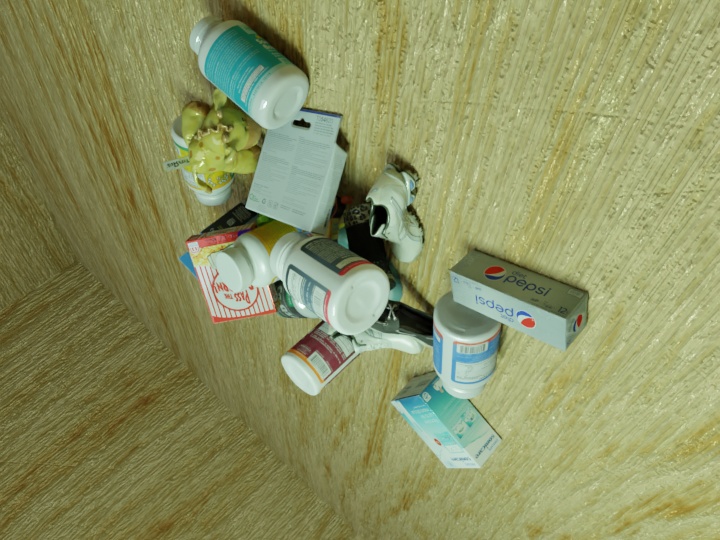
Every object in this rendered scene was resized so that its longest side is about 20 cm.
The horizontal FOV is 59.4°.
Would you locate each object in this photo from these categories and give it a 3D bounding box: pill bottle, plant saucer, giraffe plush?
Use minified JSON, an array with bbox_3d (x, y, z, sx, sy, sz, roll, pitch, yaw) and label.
[{"bbox_3d":[-0.333,-0.238,1.368,0.113,0.113,0.200,36,150,23],"label":"pill bottle"},{"bbox_3d":[0.180,0.133,1.083,0.112,0.112,0.200,32,148,29],"label":"pill bottle"},{"bbox_3d":[-0.058,0.011,1.043,0.200,0.120,0.120,32,149,42],"label":"pill bottle"},{"bbox_3d":[-0.067,0.170,1.399,0.114,0.200,0.114,35,149,25],"label":"pill bottle"},{"bbox_3d":[0.000,0.000,1.274,0.200,0.027,0.200,36,150,25],"label":"plant saucer"},{"bbox_3d":[-0.184,-0.035,1.275,0.113,0.200,0.113,29,134,36],"label":"pill bottle"},{"bbox_3d":[-0.188,-0.332,1.035,0.200,0.111,0.111,42,152,13],"label":"pill bottle"},{"bbox_3d":[-0.247,-0.248,1.140,0.173,0.200,0.162,54,148,-12],"label":"giraffe plush"},{"bbox_3d":[-0.122,0.052,1.425,0.113,0.113,0.200,57,152,-15],"label":"pill bottle"}]

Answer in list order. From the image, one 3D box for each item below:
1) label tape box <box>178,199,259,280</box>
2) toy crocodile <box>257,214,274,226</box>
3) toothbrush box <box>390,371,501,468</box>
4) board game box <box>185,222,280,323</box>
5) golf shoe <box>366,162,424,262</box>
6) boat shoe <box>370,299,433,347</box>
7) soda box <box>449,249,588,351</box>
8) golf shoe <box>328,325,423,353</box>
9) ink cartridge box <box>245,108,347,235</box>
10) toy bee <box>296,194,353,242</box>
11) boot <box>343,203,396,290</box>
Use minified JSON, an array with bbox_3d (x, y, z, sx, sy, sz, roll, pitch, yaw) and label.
[{"bbox_3d":[-0.295,-0.048,1.457,0.143,0.200,0.066,46,154,5],"label":"label tape box"},{"bbox_3d":[-0.183,-0.142,1.334,0.200,0.062,0.068,132,136,-65],"label":"toy crocodile"},{"bbox_3d":[0.181,0.322,1.354,0.200,0.085,0.146,49,153,-3],"label":"toothbrush box"},{"bbox_3d":[-0.275,0.008,1.379,0.151,0.046,0.200,-11,110,10],"label":"board game box"},{"bbox_3d":[0.046,-0.075,1.033,0.078,0.097,0.200,26,147,34],"label":"golf shoe"},{"bbox_3d":[0.085,0.088,1.152,0.200,0.067,0.057,22,145,-28],"label":"boat shoe"},{"bbox_3d":[0.232,0.040,0.940,0.200,0.063,0.068,25,143,39],"label":"soda box"},{"bbox_3d":[0.028,0.140,1.295,0.200,0.097,0.078,22,148,14],"label":"golf shoe"},{"bbox_3d":[-0.110,-0.181,1.110,0.200,0.041,0.200,23,101,42],"label":"ink cartridge box"},{"bbox_3d":[-0.067,-0.100,1.161,0.109,0.131,0.200,-3,115,28],"label":"toy bee"},{"bbox_3d":[0.005,-0.027,1.154,0.204,0.073,0.154,143,116,-73],"label":"boot"}]
